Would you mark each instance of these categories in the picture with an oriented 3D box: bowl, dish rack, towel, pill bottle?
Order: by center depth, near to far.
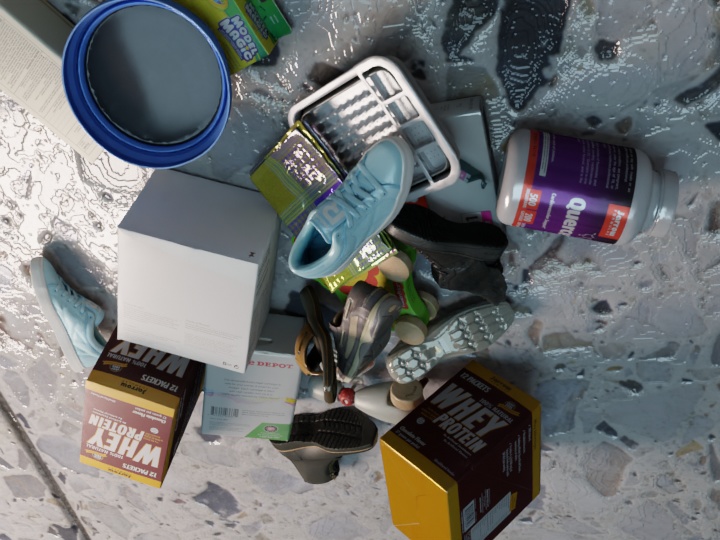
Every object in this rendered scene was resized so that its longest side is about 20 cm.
[{"bbox_3d":[-0.244,-0.219,0.987,0.196,0.040,0.204,2,121,3],"label":"bowl"},{"bbox_3d":[0.263,-0.095,0.995,0.195,0.113,0.114,11,130,5],"label":"pill bottle"},{"bbox_3d":[0.019,-0.161,1.010,0.198,0.044,0.173,-19,115,46],"label":"dish rack"},{"bbox_3d":[-0.052,-0.077,1.070,0.143,0.023,0.202,-30,98,44],"label":"towel"}]

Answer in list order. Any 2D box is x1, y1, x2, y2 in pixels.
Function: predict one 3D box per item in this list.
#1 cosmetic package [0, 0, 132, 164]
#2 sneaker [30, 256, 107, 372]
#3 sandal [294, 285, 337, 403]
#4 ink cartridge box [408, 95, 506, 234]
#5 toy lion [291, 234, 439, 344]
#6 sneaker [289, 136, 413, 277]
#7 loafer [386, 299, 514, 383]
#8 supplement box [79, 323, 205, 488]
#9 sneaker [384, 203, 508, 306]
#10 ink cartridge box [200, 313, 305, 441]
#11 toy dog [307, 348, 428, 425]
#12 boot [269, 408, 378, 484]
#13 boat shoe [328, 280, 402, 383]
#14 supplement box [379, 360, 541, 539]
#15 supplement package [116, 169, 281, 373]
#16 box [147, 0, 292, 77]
[{"bbox_3d":[-0.376,-0.243,1.054,0.199,0.074,0.103,41,125,-20],"label":"cosmetic package"},{"bbox_3d":[-0.447,0.059,1.326,0.080,0.074,0.203,-21,121,-9],"label":"sneaker"},{"bbox_3d":[-0.068,0.103,1.173,0.053,0.202,0.083,-13,138,-6],"label":"sandal"},{"bbox_3d":[0.086,-0.109,1.072,0.170,0.044,0.203,-6,126,16],"label":"ink cartridge box"},{"bbox_3d":[0.000,0.000,1.157,0.188,0.069,0.202,10,138,26],"label":"toy lion"},{"bbox_3d":[-0.013,-0.064,0.969,0.074,0.082,0.202,42,116,17],"label":"sneaker"},{"bbox_3d":[0.124,0.091,1.208,0.197,0.070,0.071,-26,108,10],"label":"loafer"},{"bbox_3d":[-0.321,0.177,1.291,0.130,0.202,0.200,18,130,-2],"label":"supplement box"},{"bbox_3d":[0.107,-0.016,1.064,0.196,0.061,0.105,10,137,-18],"label":"sneaker"},{"bbox_3d":[-0.166,0.161,1.300,0.142,0.089,0.202,6,133,-8],"label":"ink cartridge box"},{"bbox_3d":[0.026,0.178,1.300,0.198,0.097,0.133,30,133,8],"label":"toy dog"},{"bbox_3d":[-0.040,0.303,1.416,0.196,0.078,0.140,-3,133,32],"label":"boot"},{"bbox_3d":[-0.001,0.079,1.154,0.073,0.074,0.201,42,142,15],"label":"boat shoe"},{"bbox_3d":[0.151,0.285,1.235,0.132,0.199,0.200,30,142,39],"label":"supplement box"},{"bbox_3d":[-0.218,-0.001,1.160,0.187,0.148,0.203,14,130,1],"label":"supplement package"},{"bbox_3d":[-0.188,-0.281,0.999,0.197,0.049,0.118,-21,120,25],"label":"box"}]
